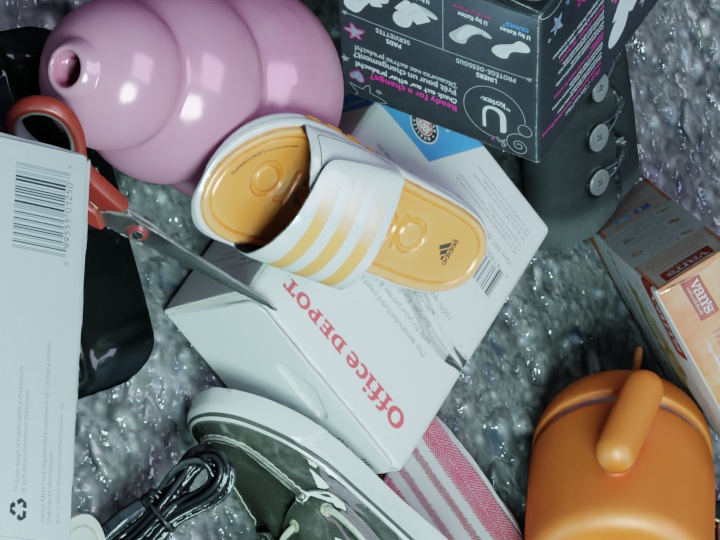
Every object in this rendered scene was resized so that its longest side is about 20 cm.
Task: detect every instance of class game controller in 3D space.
[{"bbox_3d":[-0.168,-0.031,1.536,0.104,0.042,0.201,-19,95,-57],"label":"game controller"}]

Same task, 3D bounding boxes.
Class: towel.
[{"bbox_3d":[0.026,0.198,1.672,0.147,0.030,0.200,55,53,-21],"label":"towel"}]

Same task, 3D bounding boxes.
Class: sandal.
[{"bbox_3d":[0.004,-0.026,1.537,0.206,0.059,0.080,16,106,-40],"label":"sandal"}]

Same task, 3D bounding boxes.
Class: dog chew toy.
[{"bbox_3d":[-0.096,-0.100,1.532,0.200,0.124,0.125,4,79,-58],"label":"dog chew toy"}]

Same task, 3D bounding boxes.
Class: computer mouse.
[{"bbox_3d":[-0.067,0.200,1.553,0.110,0.044,0.200,-40,112,-12],"label":"computer mouse"}]

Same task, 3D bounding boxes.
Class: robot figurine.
[{"bbox_3d":[0.157,0.140,1.719,0.144,0.116,0.201,51,29,-31],"label":"robot figurine"}]

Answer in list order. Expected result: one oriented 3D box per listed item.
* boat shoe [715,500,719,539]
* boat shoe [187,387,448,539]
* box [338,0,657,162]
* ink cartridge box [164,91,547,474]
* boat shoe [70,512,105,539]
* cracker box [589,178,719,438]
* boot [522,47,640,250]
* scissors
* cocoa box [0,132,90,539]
[{"bbox_3d":[0.229,0.247,1.826,0.063,0.074,0.203,7,86,-5],"label":"boat shoe"},{"bbox_3d":[-0.019,0.143,1.583,0.200,0.071,0.064,38,55,-8],"label":"boat shoe"},{"bbox_3d":[0.088,-0.178,1.592,0.200,0.132,0.115,-52,153,-36],"label":"box"},{"bbox_3d":[0.000,0.000,1.645,0.145,0.084,0.200,51,52,-23],"label":"ink cartridge box"},{"bbox_3d":[-0.164,0.214,1.462,0.075,0.062,0.201,-34,127,-52],"label":"boat shoe"},{"bbox_3d":[0.208,0.031,1.762,0.057,0.200,0.134,-30,106,-2],"label":"cracker box"},{"bbox_3d":[0.104,-0.095,1.731,0.164,0.066,0.201,-32,141,-27],"label":"boot"},{"bbox_3d":[-0.130,-0.026,1.501,0.200,0.073,0.014,42,36,-34],"label":"scissors"},{"bbox_3d":[-0.225,0.037,1.398,0.133,0.131,0.201,12,74,-41],"label":"cocoa box"}]
